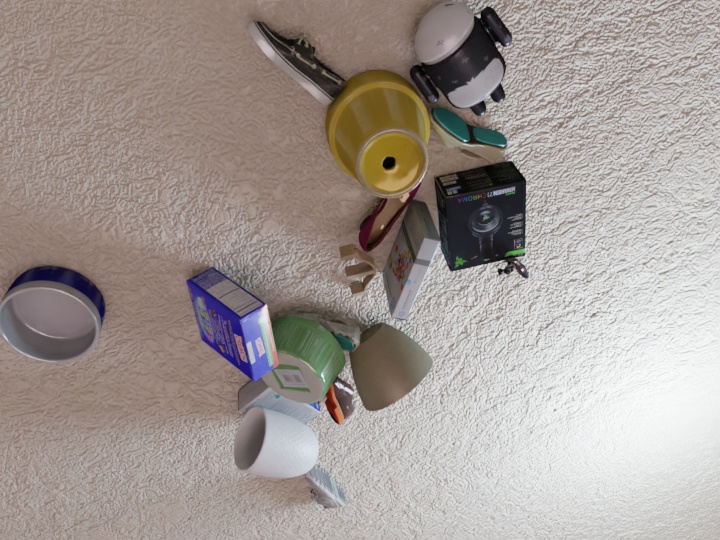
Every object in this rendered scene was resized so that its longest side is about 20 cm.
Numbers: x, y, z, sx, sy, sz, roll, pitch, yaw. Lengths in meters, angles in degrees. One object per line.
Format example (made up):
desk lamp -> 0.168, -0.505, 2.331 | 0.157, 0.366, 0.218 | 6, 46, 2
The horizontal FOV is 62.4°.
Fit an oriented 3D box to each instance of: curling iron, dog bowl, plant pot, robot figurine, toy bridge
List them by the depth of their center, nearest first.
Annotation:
robot figurine -> 0.179, -0.374, 1.053 | 0.200, 0.124, 0.151 | 42, 79, -31
plant pot -> 0.040, -0.234, 1.082 | 0.196, 0.190, 0.204 | -4, 125, -6
dog bowl -> -0.647, 0.094, 1.252 | 0.196, 0.079, 0.203 | -5, 125, -7
toy bridge -> 0.000, 0.000, 1.287 | 0.066, 0.028, 0.201 | -14, 152, 0
curling iron -> 0.352, -0.002, 1.341 | 0.049, 0.026, 0.199 | -25, 163, 24

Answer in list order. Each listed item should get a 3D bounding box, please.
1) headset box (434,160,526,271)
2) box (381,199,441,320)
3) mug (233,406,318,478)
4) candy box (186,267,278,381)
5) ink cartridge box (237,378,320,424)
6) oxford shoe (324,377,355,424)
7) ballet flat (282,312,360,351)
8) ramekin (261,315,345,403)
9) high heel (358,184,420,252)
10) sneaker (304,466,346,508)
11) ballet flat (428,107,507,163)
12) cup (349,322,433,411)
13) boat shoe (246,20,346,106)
headset box -> 0.256, -0.108, 1.266 | 0.170, 0.093, 0.203 | -11, 126, -2
box -> 0.103, -0.023, 1.258 | 0.040, 0.157, 0.203 | 10, 123, -14
mug -> -0.209, 0.428, 1.446 | 0.174, 0.150, 0.198 | 25, 149, -33
candy box -> -0.271, 0.111, 1.259 | 0.076, 0.198, 0.172 | -31, 134, -33
ink cartridge box -> -0.194, 0.340, 1.504 | 0.136, 0.077, 0.200 | -38, 121, 18
oxford shoe -> -0.061, 0.296, 1.517 | 0.072, 0.071, 0.203 | -29, 127, -25
ballet flat -> -0.088, 0.135, 1.381 | 0.196, 0.072, 0.073 | 16, 126, 14
ramekin -> -0.142, 0.210, 1.358 | 0.196, 0.098, 0.203 | 15, 134, 16
high heel -> 0.068, -0.124, 1.217 | 0.067, 0.097, 0.201 | 28, 116, -21
sneaker -> -0.116, 0.645, 1.729 | 0.081, 0.075, 0.201 | -27, 125, 7
ballet flat -> 0.201, -0.258, 1.167 | 0.197, 0.070, 0.070 | 14, 121, -28
cup -> 0.052, 0.211, 1.409 | 0.199, 0.200, 0.144 | -34, 97, 14
boat shoe -> -0.108, -0.373, 1.036 | 0.064, 0.071, 0.199 | -42, 129, 19
